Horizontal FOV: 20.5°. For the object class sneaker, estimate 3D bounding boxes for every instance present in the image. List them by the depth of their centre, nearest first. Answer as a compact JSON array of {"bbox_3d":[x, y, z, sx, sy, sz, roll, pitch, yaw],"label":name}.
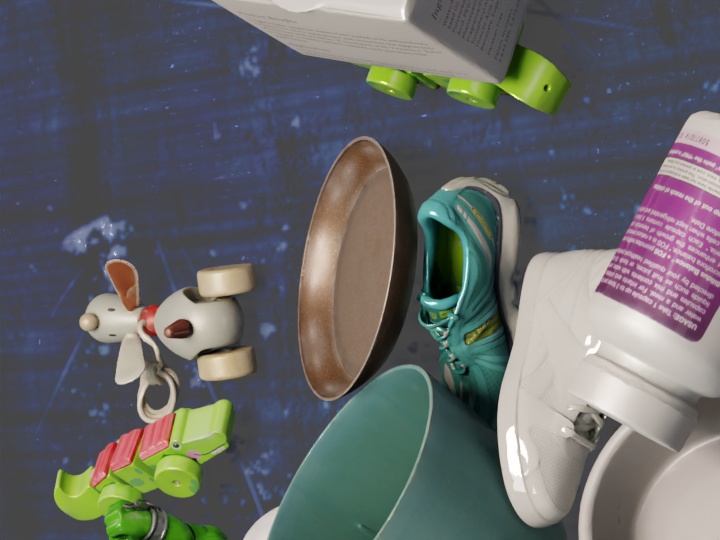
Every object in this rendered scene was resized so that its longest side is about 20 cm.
[{"bbox_3d":[0.162,0.074,1.360,0.115,0.073,0.202,-9,64,39],"label":"sneaker"},{"bbox_3d":[0.071,0.032,1.457,0.077,0.079,0.202,8,110,40],"label":"sneaker"}]

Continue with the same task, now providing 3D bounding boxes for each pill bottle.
[{"bbox_3d":[0.214,0.009,1.273,0.112,0.112,0.201,28,89,35],"label":"pill bottle"}]

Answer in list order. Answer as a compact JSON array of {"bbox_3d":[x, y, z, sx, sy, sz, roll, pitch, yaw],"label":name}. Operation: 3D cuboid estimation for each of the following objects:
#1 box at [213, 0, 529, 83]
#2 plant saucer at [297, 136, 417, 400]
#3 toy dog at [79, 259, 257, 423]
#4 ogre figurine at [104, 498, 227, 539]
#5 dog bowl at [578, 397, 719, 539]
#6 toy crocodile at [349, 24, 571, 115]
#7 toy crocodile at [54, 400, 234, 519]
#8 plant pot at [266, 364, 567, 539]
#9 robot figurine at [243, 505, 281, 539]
[{"bbox_3d":[0.020,-0.255,1.408,0.198,0.130,0.202,13,83,39],"label":"box"},{"bbox_3d":[0.000,0.000,1.504,0.200,0.032,0.202,-172,90,-71],"label":"plant saucer"},{"bbox_3d":[-0.172,0.049,1.665,0.199,0.096,0.133,-28,76,39],"label":"toy dog"},{"bbox_3d":[-0.134,0.280,1.641,0.200,0.120,0.098,47,118,26],"label":"ogre figurine"},{"bbox_3d":[0.231,0.162,1.289,0.199,0.059,0.201,-18,55,27],"label":"dog bowl"},{"bbox_3d":[0.067,-0.154,1.464,0.199,0.062,0.068,13,81,41],"label":"toy crocodile"},{"bbox_3d":[-0.181,0.160,1.683,0.199,0.062,0.068,-28,35,38],"label":"toy crocodile"},{"bbox_3d":[0.050,0.194,1.420,0.201,0.160,0.201,-47,21,25],"label":"plant pot"},{"bbox_3d":[-0.034,0.267,1.556,0.170,0.112,0.202,165,95,-75],"label":"robot figurine"}]
